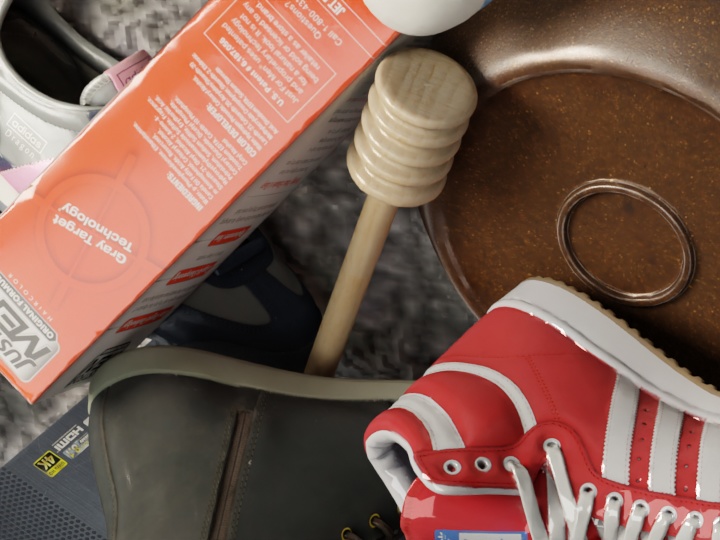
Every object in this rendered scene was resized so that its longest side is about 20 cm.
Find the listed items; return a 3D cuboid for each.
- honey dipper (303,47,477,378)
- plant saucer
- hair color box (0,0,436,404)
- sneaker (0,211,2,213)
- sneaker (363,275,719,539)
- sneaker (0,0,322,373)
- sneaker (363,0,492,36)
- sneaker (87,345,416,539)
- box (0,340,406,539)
[{"bbox_3d":[0.000,0.000,1.091,0.038,0.038,0.200,34,138,14],"label":"honey dipper"},{"bbox_3d":[0.100,-0.018,1.059,0.200,0.035,0.201,18,132,21],"label":"plant saucer"},{"bbox_3d":[-0.059,-0.044,1.086,0.061,0.101,0.200,46,101,5],"label":"hair color box"},{"bbox_3d":[-0.239,0.017,1.277,0.199,0.084,0.121,13,107,24],"label":"sneaker"},{"bbox_3d":[0.089,0.085,1.004,0.200,0.112,0.071,32,145,36],"label":"sneaker"},{"bbox_3d":[-0.088,-0.038,1.167,0.200,0.070,0.082,38,128,10],"label":"sneaker"},{"bbox_3d":[0.049,-0.153,0.947,0.072,0.072,0.200,42,125,9],"label":"sneaker"},{"bbox_3d":[-0.008,0.100,1.108,0.199,0.107,0.075,9,145,-17],"label":"sneaker"},{"bbox_3d":[-0.075,0.126,1.150,0.158,0.200,0.051,35,134,13],"label":"box"}]
